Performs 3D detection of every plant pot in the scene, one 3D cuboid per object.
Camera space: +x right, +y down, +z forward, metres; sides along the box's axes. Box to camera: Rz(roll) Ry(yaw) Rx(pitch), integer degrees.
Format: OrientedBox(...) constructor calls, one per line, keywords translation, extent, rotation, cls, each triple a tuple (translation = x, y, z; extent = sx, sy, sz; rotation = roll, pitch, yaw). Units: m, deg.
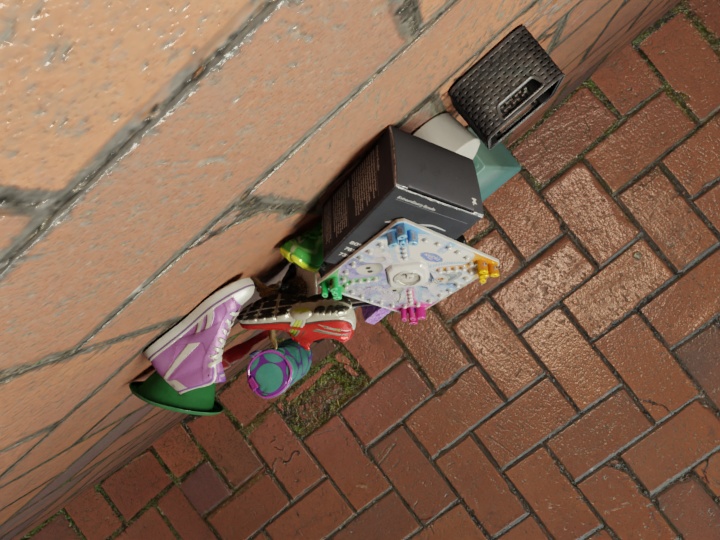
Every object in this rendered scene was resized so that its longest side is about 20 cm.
OrientedBox(translation=(0.243, -0.238, 1.373), extent=(0.141, 0.142, 0.200), rotation=(-40, 170, 25), cls="plant pot")

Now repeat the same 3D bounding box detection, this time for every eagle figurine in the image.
OrientedBox(translation=(-0.129, 0.054, 1.128), extent=(0.153, 0.150, 0.200), rotation=(-70, 161, 2), cls="eagle figurine")

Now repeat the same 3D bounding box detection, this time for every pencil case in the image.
OrientedBox(translation=(-0.148, 0.176, 1.141), extent=(0.092, 0.086, 0.200), rotation=(-21, 177, 6), cls="pencil case")

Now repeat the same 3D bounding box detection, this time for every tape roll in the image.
OrientedBox(translation=(0.110, -0.165, 1.036), extent=(0.202, 0.071, 0.203), rotation=(-44, 168, -12), cls="tape roll")

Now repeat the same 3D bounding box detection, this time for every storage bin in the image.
OrientedBox(translation=(0.220, -0.270, 0.937), extent=(0.135, 0.094, 0.200), rotation=(-40, 178, 13), cls="storage bin")

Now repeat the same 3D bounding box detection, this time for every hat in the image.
OrientedBox(translation=(-0.297, 0.152, 1.118), extent=(0.200, 0.165, 0.177), rotation=(22, 86, -57), cls="hat")

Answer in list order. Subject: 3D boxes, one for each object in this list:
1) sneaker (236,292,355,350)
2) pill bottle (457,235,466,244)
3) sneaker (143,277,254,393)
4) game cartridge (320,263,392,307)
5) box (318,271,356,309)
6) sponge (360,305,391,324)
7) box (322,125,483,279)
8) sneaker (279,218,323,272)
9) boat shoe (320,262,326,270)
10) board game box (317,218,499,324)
OrientedBox(translation=(-0.104, 0.089, 0.982), extent=(0.198, 0.086, 0.077), rotation=(-1, -152, 16), cls="sneaker")
OrientedBox(translation=(0.135, -0.062, 1.203), extent=(0.112, 0.200, 0.112), rotation=(-38, 177, -3), cls="pill bottle")
OrientedBox(translation=(-0.221, 0.107, 0.952), extent=(0.200, 0.114, 0.073), rotation=(-41, 176, 2), cls="sneaker")
OrientedBox(translation=(0.000, 0.000, 1.088), extent=(0.199, 0.038, 0.131), rotation=(-10, -118, 54), cls="game cartridge")
OrientedBox(translation=(0.003, -0.023, 1.353), extent=(0.200, 0.158, 0.051), rotation=(-39, 144, 17), cls="box")
OrientedBox(translation=(0.033, -0.011, 1.113), extent=(0.111, 0.201, 0.030), rotation=(-39, 135, 26), cls="sponge")
OrientedBox(translation=(0.053, -0.085, 0.873), extent=(0.147, 0.105, 0.200), rotation=(16, 143, -28), cls="box")
OrientedBox(translation=(-0.065, -0.056, 1.015), extent=(0.200, 0.074, 0.084), rotation=(-30, 148, -60), cls="sneaker")
OrientedBox(translation=(-0.073, -0.029, 1.230), extent=(0.074, 0.060, 0.200), rotation=(-39, 177, 3), cls="boat shoe")
OrientedBox(translation=(0.070, 0.012, 0.909), extent=(0.199, 0.026, 0.200), rotation=(19, 142, -33), cls="board game box")
